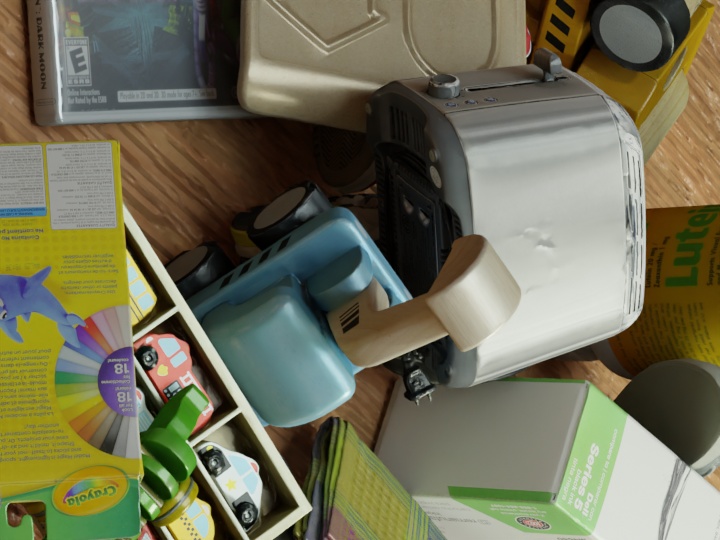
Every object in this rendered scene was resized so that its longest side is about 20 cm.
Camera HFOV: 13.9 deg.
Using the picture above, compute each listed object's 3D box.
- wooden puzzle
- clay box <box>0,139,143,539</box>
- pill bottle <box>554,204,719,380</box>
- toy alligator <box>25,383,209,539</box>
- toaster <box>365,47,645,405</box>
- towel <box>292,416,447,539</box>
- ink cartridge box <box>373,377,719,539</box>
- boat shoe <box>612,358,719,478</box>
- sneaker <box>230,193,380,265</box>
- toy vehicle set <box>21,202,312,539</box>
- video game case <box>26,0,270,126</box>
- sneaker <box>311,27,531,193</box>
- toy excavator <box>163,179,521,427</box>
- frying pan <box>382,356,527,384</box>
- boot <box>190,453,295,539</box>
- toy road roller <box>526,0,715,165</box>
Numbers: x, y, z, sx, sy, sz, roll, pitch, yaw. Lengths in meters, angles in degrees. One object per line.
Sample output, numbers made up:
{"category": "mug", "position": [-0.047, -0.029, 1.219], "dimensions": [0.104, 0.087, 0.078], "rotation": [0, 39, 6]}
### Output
{"category": "wooden puzzle", "position": [0.009, -0.174, 1.675], "dimensions": [0.185, 0.046, 0.200], "rotation": [8, 78, -29]}
{"category": "clay box", "position": [-0.168, 0.038, 1.433], "dimensions": [0.115, 0.048, 0.200], "rotation": [-2, 75, -10]}
{"category": "pill bottle", "position": [0.209, 0.015, 1.869], "dimensions": [0.111, 0.200, 0.111], "rotation": [5, 84, -52]}
{"category": "toy alligator", "position": [-0.138, 0.134, 1.461], "dimensions": [0.200, 0.054, 0.059], "rotation": [-47, 109, -16]}
{"category": "toaster", "position": [0.083, -0.023, 1.641], "dimensions": [0.129, 0.114, 0.200], "rotation": [-14, 117, -21]}
{"category": "towel", "position": [0.031, 0.184, 1.679], "dimensions": [0.200, 0.023, 0.144], "rotation": [51, 19, -19]}
{"category": "ink cartridge box", "position": [0.121, 0.143, 1.794], "dimensions": [0.200, 0.145, 0.084], "rotation": [40, 60, -43]}
{"category": "boat shoe", "position": [0.203, 0.099, 1.861], "dimensions": [0.071, 0.201, 0.070], "rotation": [-7, 76, -23]}
{"category": "sneaker", "position": [0.000, 0.000, 1.720], "dimensions": [0.200, 0.074, 0.085], "rotation": [-5, 98, -43]}
{"category": "toy vehicle set", "position": [-0.126, 0.076, 1.510], "dimensions": [0.124, 0.027, 0.200], "rotation": [-37, 106, -20]}
{"category": "video game case", "position": [-0.110, -0.173, 1.617], "dimensions": [0.200, 0.023, 0.182], "rotation": [-6, 93, -52]}
{"category": "sneaker", "position": [0.040, -0.117, 1.766], "dimensions": [0.112, 0.071, 0.200], "rotation": [38, 57, -40]}
{"category": "toy excavator", "position": [-0.011, 0.028, 1.541], "dimensions": [0.100, 0.194, 0.200], "rotation": [55, 9, -20]}
{"category": "frying pan", "position": [0.070, 0.032, 1.783], "dimensions": [0.190, 0.115, 0.031], "rotation": [-44, 133, -67]}
{"category": "boot", "position": [-0.093, 0.118, 1.609], "dimensions": [0.200, 0.075, 0.097], "rotation": [53, 23, -23]}
{"category": "toy road roller", "position": [0.146, -0.164, 1.889], "dimensions": [0.123, 0.146, 0.200], "rotation": [-52, 164, -40]}
